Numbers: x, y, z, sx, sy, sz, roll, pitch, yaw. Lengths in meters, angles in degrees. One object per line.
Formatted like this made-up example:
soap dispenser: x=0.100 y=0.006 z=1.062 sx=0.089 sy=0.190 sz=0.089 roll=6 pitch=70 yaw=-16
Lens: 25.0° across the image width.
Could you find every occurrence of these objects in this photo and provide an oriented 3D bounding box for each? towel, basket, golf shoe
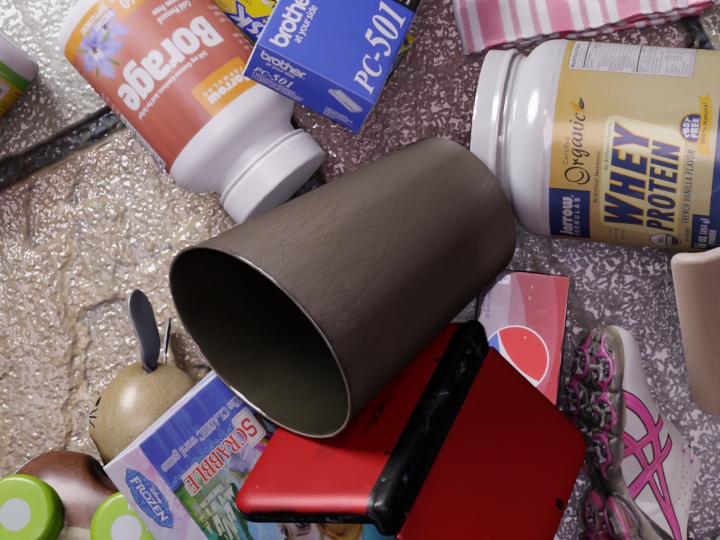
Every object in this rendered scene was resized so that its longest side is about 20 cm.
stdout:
towel: x=0.163 y=-0.252 z=1.244 sx=0.199 sy=0.030 sz=0.147 roll=-10 pitch=85 yaw=4
basket: x=0.000 y=0.000 z=1.117 sx=0.180 sy=0.136 sz=0.200 roll=25 pitch=46 yaw=39
golf shoe: x=0.203 y=0.132 z=1.194 sx=0.092 sy=0.073 sz=0.201 roll=-14 pitch=105 yaw=-22

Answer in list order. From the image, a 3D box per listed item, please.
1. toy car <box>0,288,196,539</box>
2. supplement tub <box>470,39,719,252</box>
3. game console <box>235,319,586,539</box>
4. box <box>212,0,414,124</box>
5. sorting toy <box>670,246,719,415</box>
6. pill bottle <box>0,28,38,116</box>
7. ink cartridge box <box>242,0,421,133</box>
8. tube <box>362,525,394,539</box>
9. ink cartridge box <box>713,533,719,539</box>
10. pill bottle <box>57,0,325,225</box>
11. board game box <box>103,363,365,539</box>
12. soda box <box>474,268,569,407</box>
toy car: x=-0.174 y=0.119 z=1.187 sx=0.157 sy=0.164 sz=0.201 roll=7 pitch=76 yaw=8
supplement tub: x=0.186 y=-0.091 z=1.170 sx=0.199 sy=0.144 sz=0.145 roll=6 pitch=87 yaw=13
game console: x=0.039 y=0.138 z=1.110 sx=0.172 sy=0.200 sz=0.119 roll=-4 pitch=122 yaw=28
box: x=-0.059 y=-0.211 z=1.228 sx=0.200 sy=0.064 sz=0.070 roll=46 pitch=57 yaw=4
sorting toy: x=0.327 y=0.018 z=1.162 sx=0.199 sy=0.185 sz=0.037 roll=-15 pitch=47 yaw=5
pill bottle: x=-0.348 y=-0.115 z=1.230 sx=0.111 sy=0.111 sz=0.200 roll=42 pitch=90 yaw=5
ink cartridge box: x=-0.004 y=-0.203 z=1.181 sx=0.094 sy=0.044 sz=0.200 roll=26 pitch=58 yaw=-6
tube: x=0.026 y=0.137 z=1.187 sx=0.077 sy=0.050 sz=0.201 roll=0 pitch=63 yaw=-17
ink cartridge box: x=0.314 y=0.251 z=1.172 sx=0.200 sy=0.083 sz=0.145 roll=-45 pitch=94 yaw=1
pill bottle: x=-0.123 y=-0.133 z=1.215 sx=0.112 sy=0.112 sz=0.200 roll=-42 pitch=85 yaw=1
board game box: x=-0.058 y=0.163 z=1.143 sx=0.041 sy=0.200 sz=0.200 roll=-33 pitch=96 yaw=34
soda box: x=0.112 y=0.101 z=1.211 sx=0.070 sy=0.063 sz=0.201 roll=7 pitch=88 yaw=5
